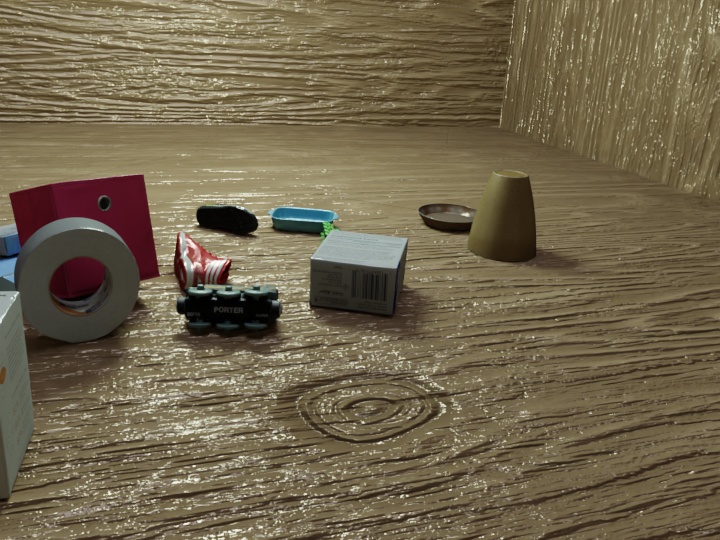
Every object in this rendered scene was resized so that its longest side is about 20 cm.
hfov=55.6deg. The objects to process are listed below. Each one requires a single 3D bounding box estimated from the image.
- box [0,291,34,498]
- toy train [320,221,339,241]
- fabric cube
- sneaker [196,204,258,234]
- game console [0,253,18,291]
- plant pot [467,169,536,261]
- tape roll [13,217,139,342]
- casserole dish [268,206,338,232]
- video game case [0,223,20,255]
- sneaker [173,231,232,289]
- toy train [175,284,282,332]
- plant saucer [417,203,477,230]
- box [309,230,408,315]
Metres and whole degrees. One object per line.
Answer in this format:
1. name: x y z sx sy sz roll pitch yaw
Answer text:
1. box: -0.471 0.148 0.823 0.103 0.206 0.153 -2 20 -14
2. toy train: -0.068 -0.078 1.735 0.055 0.043 0.201 11 19 -10
3. fabric cube: -0.531 -0.068 1.321 0.196 0.206 0.194 -1 10 43
4. sneaker: -0.348 -0.150 1.828 0.195 0.074 0.083 12 20 22
5. game console: -0.699 0.007 1.409 0.173 0.032 0.199 15 24 28
6. plant pot: 0.379 -0.151 1.773 0.180 0.206 0.187 4 19 -1
7. tape roll: -0.483 0.017 1.170 0.196 0.206 0.066 -9 22 -31
8. casserole dish: -0.157 -0.138 1.878 0.193 0.040 0.122 5 20 2
9. video game case: -0.768 -0.080 1.562 0.177 0.047 0.199 1 17 33
10. sneaker: -0.345 -0.017 1.498 0.112 0.080 0.201 5 31 -23
11. toy train: -0.240 0.065 1.273 0.193 0.088 0.114 1 8 -1
12. plant saucer: 0.264 -0.156 2.006 0.194 0.036 0.201 4 20 -1
13. box: 0.000 0.000 1.439 0.178 0.108 0.201 7 21 9
